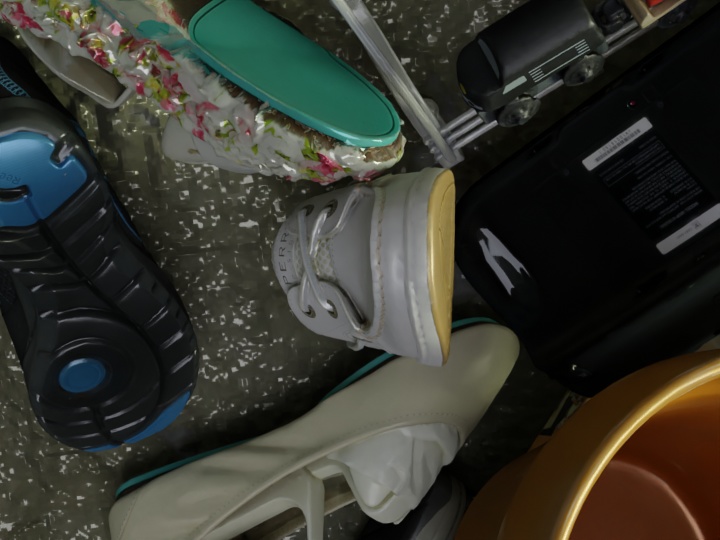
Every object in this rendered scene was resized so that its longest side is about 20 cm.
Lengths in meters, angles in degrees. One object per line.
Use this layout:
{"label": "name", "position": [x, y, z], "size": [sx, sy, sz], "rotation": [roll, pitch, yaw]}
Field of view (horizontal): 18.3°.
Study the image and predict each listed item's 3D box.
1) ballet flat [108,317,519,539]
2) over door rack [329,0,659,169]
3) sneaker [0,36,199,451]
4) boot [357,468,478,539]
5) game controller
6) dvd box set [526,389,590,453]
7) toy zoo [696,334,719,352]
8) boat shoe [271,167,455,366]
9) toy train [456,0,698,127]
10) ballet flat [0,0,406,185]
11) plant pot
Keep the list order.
{"label": "ballet flat", "position": [-0.014, 0.091, 0.960], "size": [0.199, 0.070, 0.070], "rotation": [-27, 116, 12]}
{"label": "over door rack", "position": [0.049, -0.135, 0.827], "size": [0.147, 0.067, 0.200], "rotation": [-32, 146, 8]}
{"label": "sneaker", "position": [-0.117, -0.007, 0.907], "size": [0.073, 0.082, 0.201], "rotation": [-19, 136, -7]}
{"label": "boot", "position": [0.044, 0.202, 1.013], "size": [0.153, 0.074, 0.204], "rotation": [25, 101, -17]}
{"label": "game controller", "position": [0.122, -0.027, 0.849], "size": [0.200, 0.042, 0.105], "rotation": [-36, 92, 37]}
{"label": "dvd box set", "position": [0.102, 0.161, 0.967], "size": [0.146, 0.029, 0.200], "rotation": [38, 77, -16]}
{"label": "toy zoo", "position": [0.155, -0.027, 0.867], "size": [0.131, 0.020, 0.200], "rotation": [42, 129, -11]}
{"label": "boat shoe", "position": [0.000, 0.000, 0.854], "size": [0.069, 0.200, 0.071], "rotation": [4, 85, -1]}
{"label": "toy train", "position": [0.119, -0.117, 0.801], "size": [0.200, 0.034, 0.046], "rotation": [-33, 156, 8]}
{"label": "ballet flat", "position": [-0.071, -0.081, 0.842], "size": [0.200, 0.076, 0.064], "rotation": [36, 124, 15]}
{"label": "plant pot", "position": [0.122, 0.129, 0.861], "size": [0.199, 0.183, 0.201], "rotation": [1, 88, -19]}
